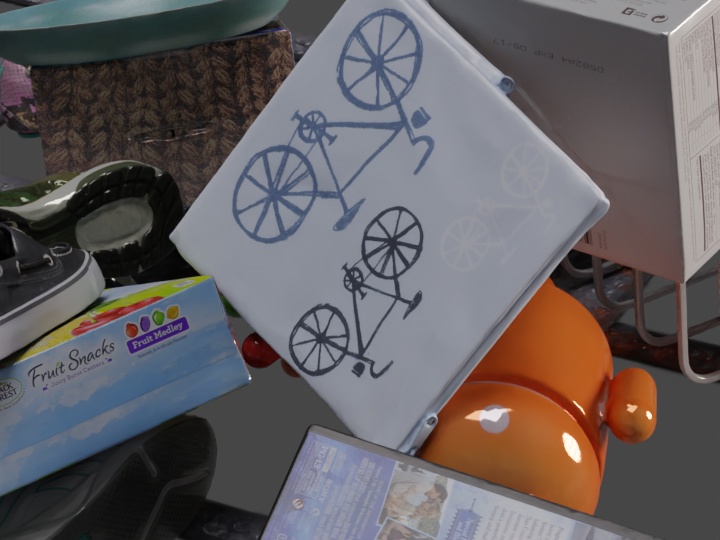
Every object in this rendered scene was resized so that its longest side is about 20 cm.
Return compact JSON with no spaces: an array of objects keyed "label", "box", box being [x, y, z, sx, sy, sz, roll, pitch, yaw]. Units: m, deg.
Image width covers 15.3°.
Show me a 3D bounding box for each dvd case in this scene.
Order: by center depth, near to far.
[{"label":"dvd case","box":[0.043,0.161,1.250,0.199,0.018,0.143,17,57,11]}]

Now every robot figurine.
[{"label":"robot figurine","box":[0.074,0.080,1.398,0.143,0.117,0.200,20,33,-3]}]

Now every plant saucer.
[{"label":"plant saucer","box":[-0.134,-0.151,1.614,0.199,0.028,0.200,-9,11,2]}]

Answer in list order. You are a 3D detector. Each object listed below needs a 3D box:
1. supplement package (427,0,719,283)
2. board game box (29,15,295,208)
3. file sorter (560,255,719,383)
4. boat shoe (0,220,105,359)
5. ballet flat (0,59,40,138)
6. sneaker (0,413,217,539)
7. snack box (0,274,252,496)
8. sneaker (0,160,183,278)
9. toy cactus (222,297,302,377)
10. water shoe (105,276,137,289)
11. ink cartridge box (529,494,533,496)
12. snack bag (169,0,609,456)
[{"label":"supplement package","box":[0.159,-0.122,1.420,0.151,0.151,0.200,19,43,35]},{"label":"board game box","box":[-0.122,-0.102,1.681,0.158,0.098,0.200,-9,11,-4]},{"label":"file sorter","box":[0.207,-0.025,1.524,0.124,0.140,0.200,-20,34,-19]},{"label":"boat shoe","box":[-0.192,0.005,1.382,0.070,0.067,0.200,-17,8,22]},{"label":"ballet flat","box":[-0.150,-0.136,1.825,0.198,0.072,0.069,-6,31,-1]},{"label":"sneaker","box":[-0.159,0.127,1.408,0.080,0.071,0.200,20,41,40]},{"label":"snack box","box":[-0.177,0.065,1.436,0.168,0.068,0.200,-24,6,-27]},{"label":"sneaker","box":[-0.204,-0.015,1.525,0.199,0.078,0.088,-13,14,-25]},{"label":"toy cactus","box":[0.000,0.000,1.478,0.164,0.103,0.200,-21,8,5]},{"label":"water shoe","box":[-0.232,0.021,1.588,0.198,0.072,0.079,-11,30,-10]},{"label":"ink cartridge box","box":[0.001,0.182,1.277,0.199,0.050,0.110,-12,57,-10]},{"label":"snack bag","box":[0.015,-0.028,1.353,0.200,0.189,0.021,45,15,29]}]
